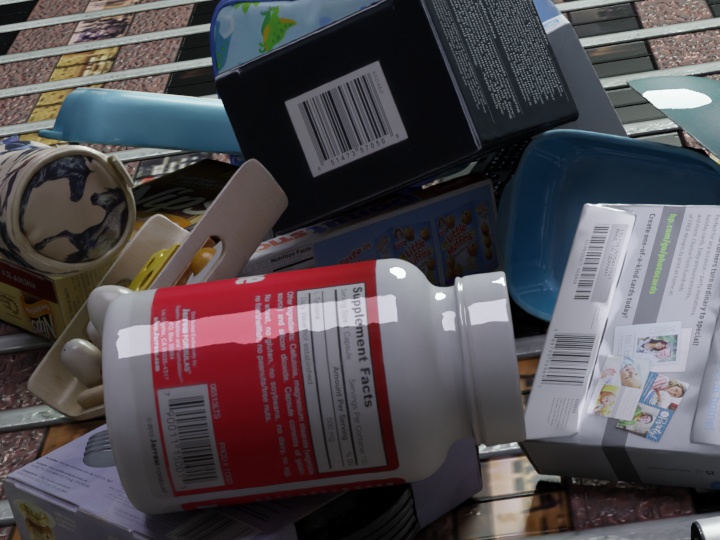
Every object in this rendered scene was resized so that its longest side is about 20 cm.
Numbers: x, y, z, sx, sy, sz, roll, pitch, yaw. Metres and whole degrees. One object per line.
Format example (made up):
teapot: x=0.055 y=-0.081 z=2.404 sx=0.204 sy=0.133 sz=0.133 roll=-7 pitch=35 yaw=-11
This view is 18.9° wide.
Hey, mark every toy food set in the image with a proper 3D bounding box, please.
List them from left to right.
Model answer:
toy food set: x=-0.129 y=0.010 z=1.277 sx=0.144 sy=0.060 sz=0.200 roll=-55 pitch=14 yaw=-19

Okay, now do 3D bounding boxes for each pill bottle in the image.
pill bottle: x=-0.021 y=0.055 z=1.075 sx=0.199 sy=0.113 sz=0.112 roll=-7 pitch=22 yaw=3

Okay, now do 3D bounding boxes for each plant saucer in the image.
plant saucer: x=0.248 y=-0.064 z=1.299 sx=0.039 sy=0.201 sz=0.201 roll=-52 pitch=22 yaw=8

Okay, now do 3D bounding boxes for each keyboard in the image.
keyboard: x=0.134 y=-0.096 z=1.612 sx=0.104 sy=0.040 sz=0.200 roll=-3 pitch=24 yaw=19

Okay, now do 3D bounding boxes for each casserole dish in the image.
casserole dish: x=-0.125 y=-0.103 z=1.526 sx=0.199 sy=0.039 sz=0.121 roll=3 pitch=3 yaw=-17
casserole dish: x=0.164 y=-0.019 z=1.317 sx=0.039 sy=0.122 sz=0.200 roll=2 pitch=8 yaw=-41

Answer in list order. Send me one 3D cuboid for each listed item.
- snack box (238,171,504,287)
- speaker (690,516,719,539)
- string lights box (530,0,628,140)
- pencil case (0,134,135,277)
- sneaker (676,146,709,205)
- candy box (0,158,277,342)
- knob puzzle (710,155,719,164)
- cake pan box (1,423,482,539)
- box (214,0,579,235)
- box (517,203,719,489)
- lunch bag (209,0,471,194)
snack box: x=0.000 y=0.000 z=1.386 sx=0.199 sy=0.072 sz=0.024 roll=-19 pitch=22 yaw=-22
speaker: x=0.249 y=0.132 z=0.939 sx=0.199 sy=0.082 sz=0.081 roll=-9 pitch=21 yaw=2
string lights box: x=0.128 y=-0.143 z=1.549 sx=0.059 sy=0.103 sz=0.200 roll=-28 pitch=20 yaw=4
pencil case: x=-0.198 y=-0.044 z=1.373 sx=0.090 sy=0.078 sz=0.200 roll=-49 pitch=17 yaw=-9
sneaker: x=0.204 y=-0.046 z=1.399 sx=0.074 sy=0.081 sz=0.200 roll=-13 pitch=22 yaw=-10
candy box: x=-0.152 y=-0.015 z=1.514 sx=0.199 sy=0.056 sz=0.115 roll=-25 pitch=25 yaw=-31
knob puzzle: x=0.333 y=-0.078 z=1.493 sx=0.218 sy=0.031 sz=0.220 roll=-8 pitch=21 yaw=3
cake pan box: x=-0.060 y=0.114 z=1.161 sx=0.184 sy=0.053 sz=0.199 roll=-30 pitch=29 yaw=-37
box: x=0.028 y=-0.109 z=1.364 sx=0.148 sy=0.108 sz=0.200 roll=-22 pitch=0 yaw=24
box: x=0.197 y=0.039 z=1.144 sx=0.199 sy=0.041 sz=0.156 roll=1 pitch=57 yaw=29
lunch bag: x=-0.012 y=-0.135 z=1.608 sx=0.199 sy=0.162 sz=0.082 roll=2 pitch=14 yaw=33
